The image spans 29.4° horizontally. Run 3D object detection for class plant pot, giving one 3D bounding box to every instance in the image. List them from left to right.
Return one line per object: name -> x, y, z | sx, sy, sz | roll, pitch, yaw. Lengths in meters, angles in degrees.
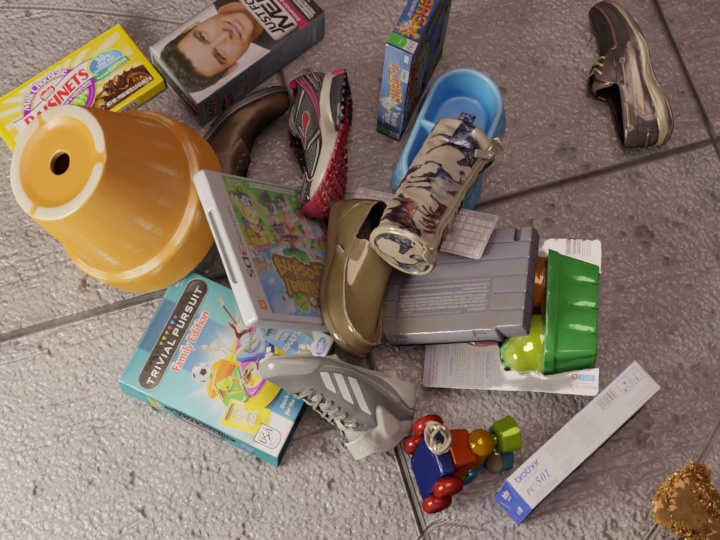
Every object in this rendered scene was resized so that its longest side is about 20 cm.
plant pot -> -0.277, -0.093, 1.496 | 0.197, 0.183, 0.204 | -6, 75, 23

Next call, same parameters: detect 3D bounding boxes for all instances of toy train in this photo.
toy train -> 0.119, 0.183, 1.440 | 0.114, 0.200, 0.086 | -14, 70, -13

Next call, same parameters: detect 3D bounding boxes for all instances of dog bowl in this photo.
dog bowl -> 0.109, -0.155, 1.649 | 0.110, 0.050, 0.202 | 21, 70, 5

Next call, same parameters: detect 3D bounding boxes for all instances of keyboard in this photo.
keyboard -> 0.065, -0.055, 1.579 | 0.198, 0.011, 0.057 | 14, 62, 35

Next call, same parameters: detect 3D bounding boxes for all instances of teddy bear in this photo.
teddy bear -> 0.394, 0.304, 1.485 | 0.198, 0.067, 0.146 | 29, 79, 1

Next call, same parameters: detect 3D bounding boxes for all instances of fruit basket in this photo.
fruit basket -> 0.175, 0.051, 1.565 | 0.197, 0.094, 0.188 | -1, 67, 14

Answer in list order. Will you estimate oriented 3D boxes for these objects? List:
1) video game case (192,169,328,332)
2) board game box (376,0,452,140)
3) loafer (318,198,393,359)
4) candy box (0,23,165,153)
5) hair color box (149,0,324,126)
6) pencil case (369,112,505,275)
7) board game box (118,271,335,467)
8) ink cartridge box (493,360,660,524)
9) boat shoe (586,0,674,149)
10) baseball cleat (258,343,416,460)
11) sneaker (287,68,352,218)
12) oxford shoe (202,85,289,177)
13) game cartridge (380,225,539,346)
video game case -> -0.088, -0.019, 1.526 | 0.022, 0.199, 0.184 | -32, 68, 28
board game box -> 0.065, -0.258, 1.605 | 0.034, 0.200, 0.137 | 24, 70, 7
loafer -> 0.000, 0.000, 1.531 | 0.067, 0.076, 0.203 | -26, 54, 35
candy box -> -0.345, -0.208, 1.660 | 0.199, 0.026, 0.102 | -36, 71, -15
hair color box -> -0.149, -0.280, 1.678 | 0.199, 0.061, 0.099 | -38, 75, -15
pencil case -> 0.084, -0.083, 1.526 | 0.089, 0.078, 0.201 | -5, 43, 42
board game box -> -0.148, 0.106, 1.536 | 0.198, 0.047, 0.152 | 24, 69, 6
ink cartridge box -> 0.236, 0.188, 1.498 | 0.199, 0.094, 0.044 | -39, 77, -17
boat shoe -> 0.317, -0.240, 1.679 | 0.072, 0.075, 0.202 | -16, 69, -9
baseball cleat -> -0.021, 0.146, 1.482 | 0.197, 0.069, 0.108 | 13, 70, -28
sneaker -> -0.052, -0.148, 1.625 | 0.073, 0.081, 0.202 | -2, 55, 9
oxford shoe -> -0.151, -0.137, 1.621 | 0.200, 0.073, 0.085 | -42, 78, -4
game cartridge -> 0.100, 0.020, 1.542 | 0.197, 0.038, 0.132 | -4, 65, 26
